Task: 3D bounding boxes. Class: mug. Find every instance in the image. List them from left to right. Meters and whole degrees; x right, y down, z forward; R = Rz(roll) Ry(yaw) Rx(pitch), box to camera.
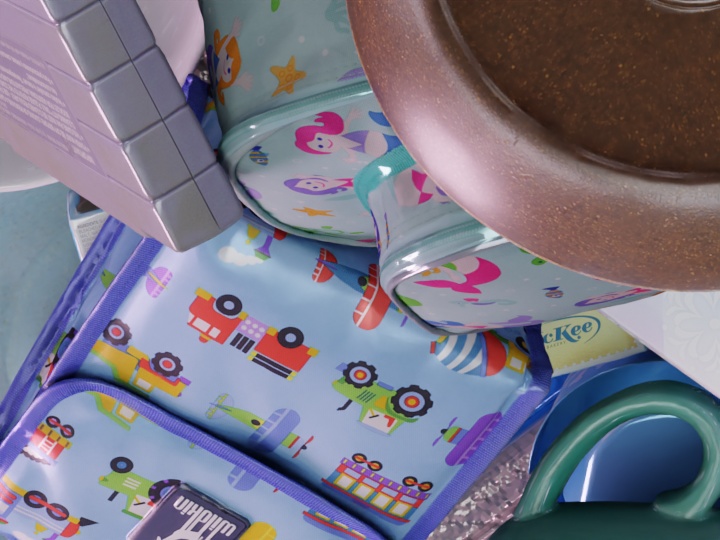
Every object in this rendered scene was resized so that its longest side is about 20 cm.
[{"bbox_3d":[0.091,0.149,1.049,0.114,0.185,0.152,2,153,11],"label":"mug"}]

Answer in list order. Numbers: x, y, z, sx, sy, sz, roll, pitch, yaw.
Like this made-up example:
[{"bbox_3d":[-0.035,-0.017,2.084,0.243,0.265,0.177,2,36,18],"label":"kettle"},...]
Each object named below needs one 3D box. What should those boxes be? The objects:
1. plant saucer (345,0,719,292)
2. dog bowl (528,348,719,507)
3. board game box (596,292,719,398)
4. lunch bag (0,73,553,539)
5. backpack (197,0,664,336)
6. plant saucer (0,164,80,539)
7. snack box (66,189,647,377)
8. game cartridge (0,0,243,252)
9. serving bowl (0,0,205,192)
[{"bbox_3d":[0.092,-0.095,0.768,0.200,0.034,0.201,-1,82,6],"label":"plant saucer"},{"bbox_3d":[0.118,0.109,1.125,0.111,0.050,0.200,9,120,1],"label":"dog bowl"},{"bbox_3d":[0.155,-0.058,0.975,0.200,0.043,0.199,36,102,4],"label":"board game box"},{"bbox_3d":[-0.046,0.055,1.013,0.150,0.094,0.200,26,119,-14],"label":"lunch bag"},{"bbox_3d":[0.051,-0.062,0.873,0.200,0.178,0.151,-5,78,8],"label":"backpack"},{"bbox_3d":[-0.080,0.035,1.097,0.201,0.039,0.201,-2,111,-6],"label":"plant saucer"},{"bbox_3d":[0.000,0.000,1.052,0.200,0.037,0.116,-15,112,-1],"label":"snack box"},{"bbox_3d":[-0.107,-0.083,0.893,0.038,0.200,0.130,-37,117,-12],"label":"game cartridge"},{"bbox_3d":[-0.145,-0.130,1.010,0.200,0.066,0.200,3,119,5],"label":"serving bowl"}]
